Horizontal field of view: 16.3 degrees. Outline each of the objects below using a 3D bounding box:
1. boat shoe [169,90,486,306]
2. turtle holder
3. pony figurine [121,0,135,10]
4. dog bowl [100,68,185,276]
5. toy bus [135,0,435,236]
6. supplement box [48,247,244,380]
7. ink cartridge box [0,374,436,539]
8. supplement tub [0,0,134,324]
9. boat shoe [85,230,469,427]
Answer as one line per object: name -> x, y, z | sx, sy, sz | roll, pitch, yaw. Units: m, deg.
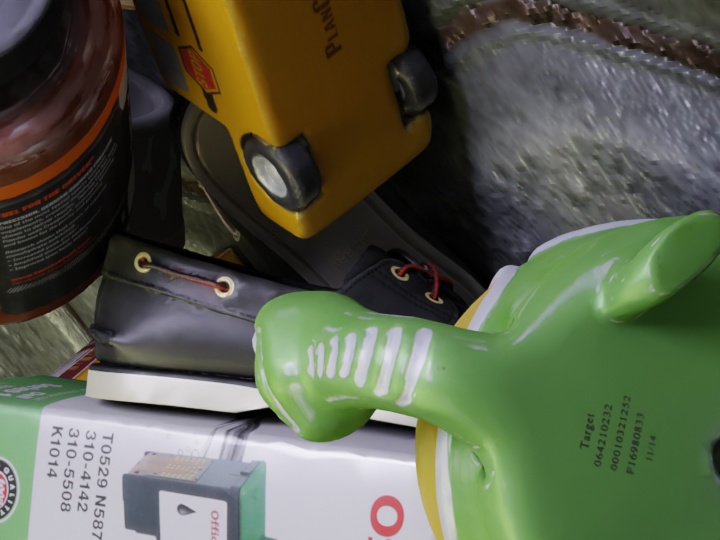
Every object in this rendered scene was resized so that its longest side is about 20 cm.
boat shoe -> 0.000, 0.000, 0.939 | 0.200, 0.067, 0.057 | 53, -179, -20
turtle holder -> 0.069, 0.058, 0.734 | 0.132, 0.185, 0.142 | -4, 99, 66
pony figurine -> -0.164, -0.157, 0.890 | 0.192, 0.167, 0.200 | 12, 160, 19
dog bowl -> -0.164, -0.056, 1.020 | 0.200, 0.199, 0.059 | 28, 112, 45
toy bus -> -0.037, -0.107, 0.805 | 0.078, 0.065, 0.201 | 33, 153, 38
supplement box -> -0.082, 0.132, 1.117 | 0.200, 0.197, 0.133 | 52, 166, -5
ink cartridge box -> -0.050, 0.121, 0.882 | 0.199, 0.147, 0.084 | 5, -177, 23
supplement tub -> -0.127, -0.059, 0.826 | 0.107, 0.107, 0.200 | 46, 165, 11
boat shoe -> 0.006, 0.023, 0.865 | 0.200, 0.064, 0.074 | 7, 180, 6
